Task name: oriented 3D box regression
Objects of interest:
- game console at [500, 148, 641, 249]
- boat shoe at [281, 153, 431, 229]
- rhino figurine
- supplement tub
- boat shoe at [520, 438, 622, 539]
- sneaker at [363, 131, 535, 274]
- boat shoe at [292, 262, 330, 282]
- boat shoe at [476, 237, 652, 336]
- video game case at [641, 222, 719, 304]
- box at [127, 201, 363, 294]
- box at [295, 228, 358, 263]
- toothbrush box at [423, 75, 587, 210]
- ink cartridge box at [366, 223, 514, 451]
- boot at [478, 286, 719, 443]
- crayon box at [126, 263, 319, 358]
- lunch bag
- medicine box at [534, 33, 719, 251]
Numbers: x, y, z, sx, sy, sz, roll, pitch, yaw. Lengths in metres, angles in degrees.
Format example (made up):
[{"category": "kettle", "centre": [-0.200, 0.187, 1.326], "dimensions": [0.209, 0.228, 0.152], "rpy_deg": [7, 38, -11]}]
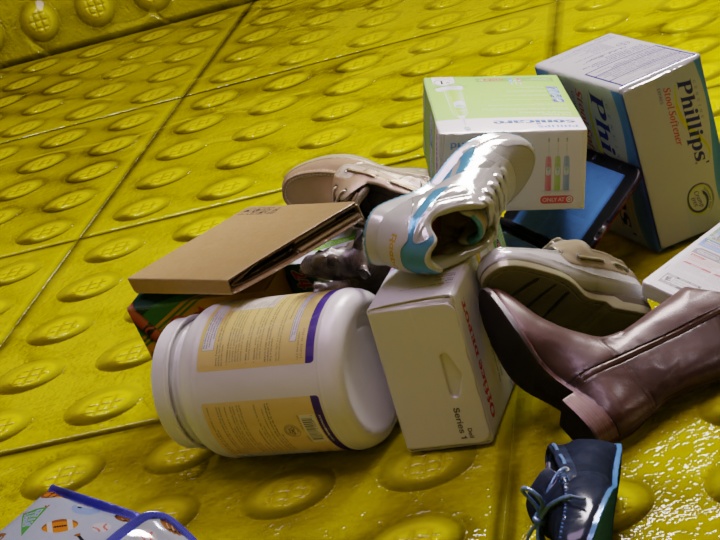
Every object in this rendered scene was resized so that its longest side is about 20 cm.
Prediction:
[{"category": "game console", "centre": [0.164, -0.068, 1.817], "dimensions": [0.171, 0.119, 0.200], "rpy_deg": [2, 12, -20]}, {"category": "boat shoe", "centre": [-0.001, -0.078, 1.849], "dimensions": [0.199, 0.072, 0.065], "rpy_deg": [3, 23, 26]}, {"category": "rhino figurine", "centre": [0.000, 0.000, 1.643], "dimensions": [0.087, 0.060, 0.200], "rpy_deg": [-9, -12, 18]}, {"category": "supplement tub", "centre": [-0.075, 0.095, 1.614], "dimensions": [0.199, 0.146, 0.145], "rpy_deg": [-6, 23, 28]}, {"category": "boat shoe", "centre": [0.153, 0.182, 1.308], "dimensions": [0.068, 0.085, 0.200], "rpy_deg": [7, 11, 10]}, {"category": "sneaker", "centre": [0.096, -0.055, 1.561], "dimensions": [0.081, 0.077, 0.200], "rpy_deg": [18, 44, 42]}, {"category": "boat shoe", "centre": [-0.074, 0.019, 1.771], "dimensions": [0.200, 0.070, 0.072], "rpy_deg": [17, -9, 9]}, {"category": "boat shoe", "centre": [0.178, 0.010, 1.590], "dimensions": [0.075, 0.199, 0.069], "rpy_deg": [-39, 48, 34]}, {"category": "video game case", "centre": [0.373, -0.002, 1.621], "dimensions": [0.143, 0.018, 0.200], "rpy_deg": [26, 44, 36]}, {"category": "box", "centre": [-0.114, -0.021, 1.711], "dimensions": [0.163, 0.021, 0.200], "rpy_deg": [-32, 18, -30]}, {"category": "box", "centre": [-0.074, 0.010, 1.908], "dimensions": [0.199, 0.097, 0.177], "rpy_deg": [-18, 20, 0]}, {"category": "toothbrush box", "centre": [0.141, -0.131, 1.787], "dimensions": [0.145, 0.087, 0.200], "rpy_deg": [-2, 20, -3]}, {"category": "ink cartridge box", "centre": [0.084, 0.051, 1.598], "dimensions": [0.084, 0.146, 0.200], "rpy_deg": [-9, 21, 20]}, {"category": "boot", "centre": [0.225, 0.048, 1.519], "dimensions": [0.199, 0.064, 0.187], "rpy_deg": [-29, 65, -21]}, {"category": "crayon box", "centre": [-0.117, 0.065, 1.741], "dimensions": [0.199, 0.127, 0.051], "rpy_deg": [-9, 29, 30]}, {"category": "lunch bag", "centre": [-0.208, 0.261, 1.335], "dimensions": [0.199, 0.124, 0.170], "rpy_deg": [14, 35, 32]}, {"category": "medicine box", "centre": [0.290, -0.139, 1.873], "dimensions": [0.102, 0.183, 0.200], "rpy_deg": [-23, 20, -13]}]
